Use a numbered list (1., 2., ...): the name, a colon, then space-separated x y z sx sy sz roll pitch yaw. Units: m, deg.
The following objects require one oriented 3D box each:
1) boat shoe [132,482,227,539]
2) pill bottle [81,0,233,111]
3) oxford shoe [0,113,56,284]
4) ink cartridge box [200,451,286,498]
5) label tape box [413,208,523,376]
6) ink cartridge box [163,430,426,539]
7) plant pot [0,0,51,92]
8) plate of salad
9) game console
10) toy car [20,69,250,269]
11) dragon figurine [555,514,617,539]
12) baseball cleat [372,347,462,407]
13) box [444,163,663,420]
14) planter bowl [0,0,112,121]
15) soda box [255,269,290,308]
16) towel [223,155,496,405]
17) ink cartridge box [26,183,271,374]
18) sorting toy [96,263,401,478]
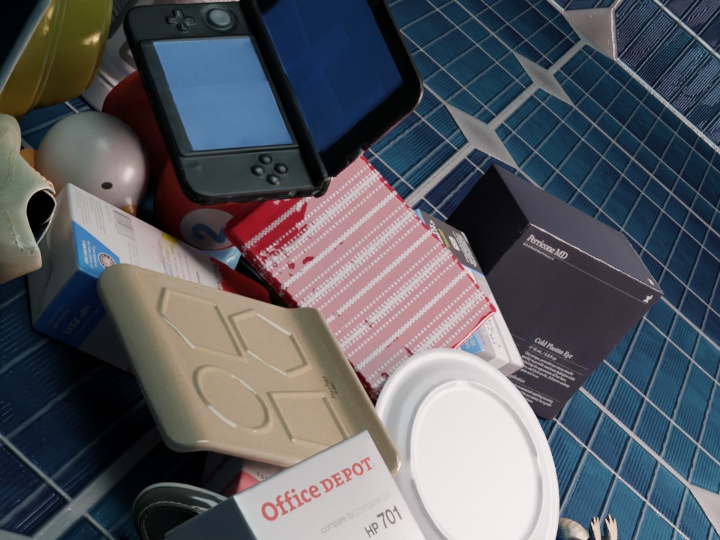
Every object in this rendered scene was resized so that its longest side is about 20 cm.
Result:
1. boat shoe: -0.069 0.215 1.270 0.200 0.067 0.057 40 16 -14
2. pill bottle: -0.180 -0.236 1.782 0.113 0.200 0.114 34 23 -16
3. oxford shoe: -0.262 -0.053 1.428 0.073 0.071 0.201 -4 40 -1
4. ink cartridge box: -0.053 0.164 1.394 0.116 0.068 0.200 35 22 -14
5. label tape box: 0.066 0.027 1.693 0.145 0.063 0.200 66 15 16
6. ink cartridge box: -0.015 0.223 1.212 0.146 0.086 0.201 -21 81 -51
7. plant pot: -0.356 -0.204 1.430 0.195 0.197 0.200 27 12 -19
8. plate of salad: 0.078 0.160 1.488 0.199 0.048 0.202 18 61 -35
9. game console: -0.072 -0.166 1.478 0.171 0.119 0.201 -6 55 -25
10. toy car: -0.189 -0.075 1.563 0.199 0.185 0.177 -24 64 -35
11. dragon figurine: 0.168 0.262 1.591 0.059 0.099 0.202 1 74 -59
12. baseball cleat: 0.066 0.112 1.570 0.106 0.070 0.201 -36 85 -26
13. box: 0.161 0.025 1.884 0.199 0.182 0.104 25 25 -36
14. planter bowl: -0.254 -0.201 1.564 0.083 0.202 0.201 13 30 -20
15. soda box: -0.070 -0.045 1.683 0.064 0.068 0.201 -34 94 -42
16. towel: 0.000 0.000 1.539 0.200 0.022 0.144 48 62 2
17. ink cartridge box: -0.158 0.027 1.483 0.199 0.067 0.117 29 25 -30
18. sorting toy: -0.083 0.080 1.382 0.199 0.037 0.186 12 34 -38
